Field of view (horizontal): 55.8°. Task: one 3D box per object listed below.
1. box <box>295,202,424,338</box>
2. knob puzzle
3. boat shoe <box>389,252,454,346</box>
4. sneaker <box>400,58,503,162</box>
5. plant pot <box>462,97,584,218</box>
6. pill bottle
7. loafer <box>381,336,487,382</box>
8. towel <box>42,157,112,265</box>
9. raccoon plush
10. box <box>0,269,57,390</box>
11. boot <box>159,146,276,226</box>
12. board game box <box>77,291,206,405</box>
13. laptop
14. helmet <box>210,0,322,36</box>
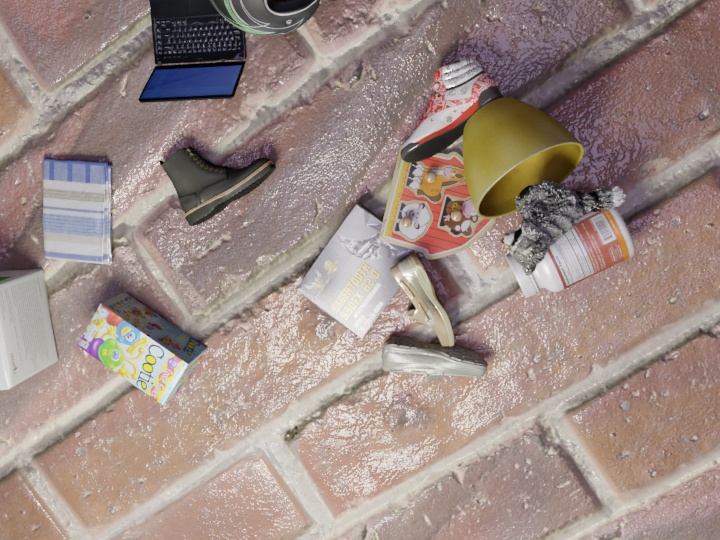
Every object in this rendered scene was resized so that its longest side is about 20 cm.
[{"bbox_3d":[0.000,0.000,1.267,0.158,0.048,0.201,37,102,-2],"label":"box"},{"bbox_3d":[0.148,-0.117,1.214,0.217,0.030,0.222,0,88,-3],"label":"knob puzzle"},{"bbox_3d":[0.113,0.064,1.235,0.065,0.072,0.201,-27,118,1],"label":"boat shoe"},{"bbox_3d":[0.139,-0.281,1.184,0.200,0.067,0.109,-33,69,15],"label":"sneaker"},{"bbox_3d":[0.250,-0.203,1.144,0.199,0.200,0.143,-32,69,11],"label":"plant pot"},{"bbox_3d":[0.361,-0.033,1.187,0.199,0.112,0.113,-27,96,11],"label":"pill bottle"},{"bbox_3d":[0.137,0.175,1.278,0.198,0.070,0.070,10,109,11],"label":"loafer"},{"bbox_3d":[-0.549,-0.114,1.325,0.145,0.024,0.202,4,99,8],"label":"towel"},{"bbox_3d":[0.328,-0.072,1.097,0.198,0.135,0.097,-13,143,24],"label":"raccoon plush"},{"bbox_3d":[-0.729,0.112,1.311,0.197,0.171,0.202,-3,99,7],"label":"box"},{"bbox_3d":[-0.269,-0.189,1.254,0.199,0.077,0.139,-30,91,10],"label":"boot"},{"bbox_3d":[-0.420,0.149,1.316,0.199,0.105,0.103,34,103,0],"label":"board game box"},{"bbox_3d":[-0.300,-0.401,1.201,0.175,0.103,0.202,-1,100,6],"label":"laptop"},{"bbox_3d":[-0.162,-0.487,1.125,0.198,0.191,0.202,-13,56,20],"label":"helmet"}]
